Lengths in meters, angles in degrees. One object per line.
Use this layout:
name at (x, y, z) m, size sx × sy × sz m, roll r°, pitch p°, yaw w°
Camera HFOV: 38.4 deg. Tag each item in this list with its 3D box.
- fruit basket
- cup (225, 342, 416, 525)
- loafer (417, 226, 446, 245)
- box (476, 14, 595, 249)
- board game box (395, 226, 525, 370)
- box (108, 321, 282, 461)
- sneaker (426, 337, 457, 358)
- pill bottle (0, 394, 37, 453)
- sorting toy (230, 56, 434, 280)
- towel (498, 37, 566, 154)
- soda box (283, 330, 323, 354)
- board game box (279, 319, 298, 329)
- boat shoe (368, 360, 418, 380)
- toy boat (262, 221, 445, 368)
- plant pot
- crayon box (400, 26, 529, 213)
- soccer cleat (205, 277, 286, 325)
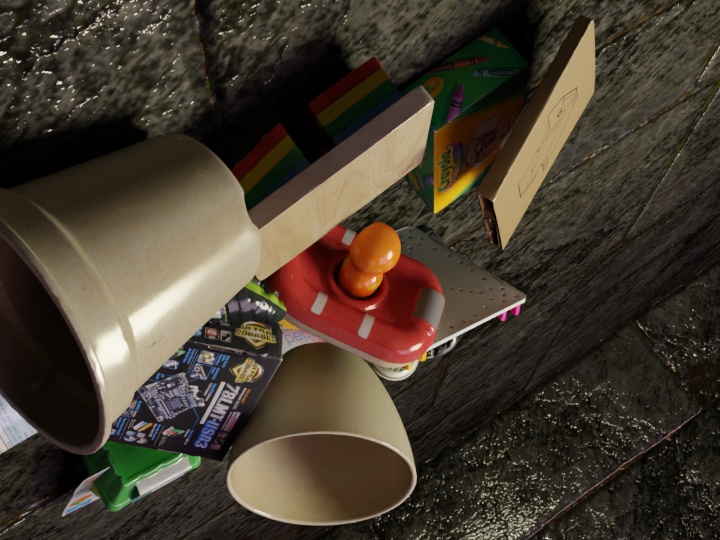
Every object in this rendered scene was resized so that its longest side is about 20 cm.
fruit basket at (-0.278, 0.249, 1.298) m, size 0.184 × 0.094 × 0.200 m, roll -25°, pitch 162°, yaw -32°
cup at (-0.043, 0.165, 1.115) m, size 0.198 × 0.144 × 0.201 m, roll -2°, pitch 141°, yaw -2°
loafer at (0.031, 0.017, 1.325) m, size 0.199 × 0.071 × 0.068 m, roll -31°, pitch 161°, yaw -17°
box at (0.178, -0.131, 1.031) m, size 0.201 × 0.021 × 0.164 m, roll -59°, pitch 163°, yaw -7°
board game box at (0.056, 0.026, 1.202) m, size 0.199 × 0.199 × 0.026 m, roll -22°, pitch 131°, yaw -37°
box at (-0.198, 0.104, 1.000) m, size 0.196 × 0.050 × 0.201 m, roll 12°, pitch 138°, yaw -19°
sneaker at (0.038, 0.074, 1.378) m, size 0.198 × 0.067 × 0.090 m, roll 2°, pitch -168°, yaw 19°
pill bottle at (-0.334, 0.111, 0.835) m, size 0.199 × 0.109 × 0.109 m, roll -29°, pitch 161°, yaw -19°
sorting toy at (-0.039, -0.089, 0.912) m, size 0.198 × 0.070 × 0.200 m, roll -37°, pitch 174°, yaw -5°
towel at (0.184, -0.144, 1.121) m, size 0.147 × 0.030 × 0.200 m, roll -58°, pitch 164°, yaw -17°
soda box at (-0.109, 0.101, 1.277) m, size 0.199 × 0.070 × 0.064 m, roll -13°, pitch 149°, yaw -50°
board game box at (-0.121, 0.043, 1.094) m, size 0.200 × 0.095 × 0.030 m, roll 16°, pitch 84°, yaw -65°
boat shoe at (0.026, 0.071, 1.208) m, size 0.074 × 0.201 × 0.063 m, roll 1°, pitch 120°, yaw -12°
toy boat at (0.000, 0.000, 1.044) m, size 0.131 × 0.198 × 0.131 m, roll 118°, pitch -5°, yaw -48°
plant pot at (-0.179, -0.002, 0.752) m, size 0.183 × 0.200 × 0.201 m, roll -36°, pitch 165°, yaw -37°
crayon box at (0.106, -0.150, 1.077) m, size 0.118 × 0.058 × 0.200 m, roll -36°, pitch 162°, yaw -9°
soccer cleat at (-0.155, 0.023, 0.910) m, size 0.199 × 0.067 × 0.082 m, roll 22°, pitch 93°, yaw -37°
